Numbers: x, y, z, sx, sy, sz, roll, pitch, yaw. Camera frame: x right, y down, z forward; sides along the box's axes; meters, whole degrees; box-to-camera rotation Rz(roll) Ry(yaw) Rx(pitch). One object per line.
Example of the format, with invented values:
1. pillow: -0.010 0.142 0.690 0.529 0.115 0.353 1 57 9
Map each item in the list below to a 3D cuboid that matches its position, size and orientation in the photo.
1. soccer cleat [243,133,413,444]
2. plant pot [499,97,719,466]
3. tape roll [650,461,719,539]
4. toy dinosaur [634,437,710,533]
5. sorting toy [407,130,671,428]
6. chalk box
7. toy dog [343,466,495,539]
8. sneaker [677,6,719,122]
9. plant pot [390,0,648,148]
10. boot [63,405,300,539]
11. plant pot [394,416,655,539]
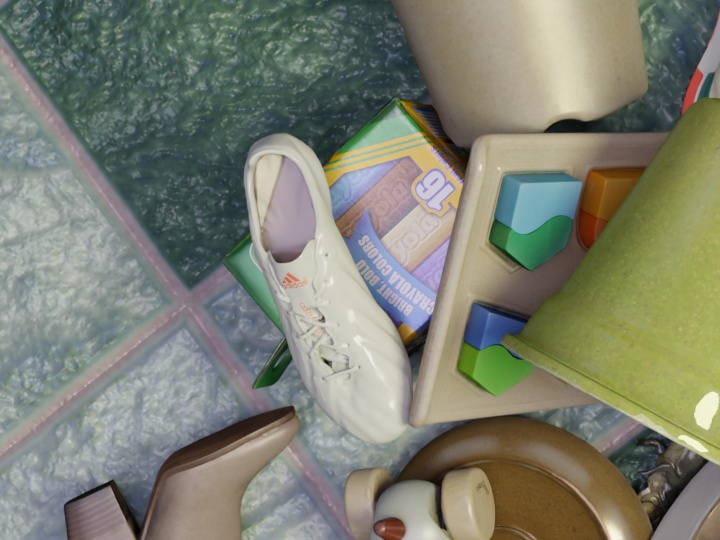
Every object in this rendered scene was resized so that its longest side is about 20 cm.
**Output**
1. soccer cleat: -0.026 0.014 1.367 0.069 0.078 0.201 -22 89 12
2. plant pot: 0.210 0.008 1.311 0.199 0.200 0.185 28 92 9
3. tape roll: 0.245 0.164 1.359 0.037 0.203 0.203 41 101 -17
4. toy dinosaur: 0.221 0.089 1.461 0.200 0.047 0.088 -43 100 11
5. sorting toy: 0.120 0.006 1.391 0.036 0.199 0.186 28 114 40
6. chalk box: 0.000 0.000 1.464 0.200 0.124 0.124 -41 85 9
7. toy dog: 0.042 0.217 1.439 0.131 0.096 0.201 -30 84 25
8. sneaker: 0.265 -0.158 1.403 0.093 0.070 0.201 16 92 54
9. plant pot: 0.094 -0.182 1.415 0.199 0.201 0.185 -13 101 12
10. boot: -0.105 0.195 1.530 0.199 0.070 0.147 -24 94 13
11. plant pot: 0.098 0.197 1.480 0.199 0.027 0.202 3 98 24
